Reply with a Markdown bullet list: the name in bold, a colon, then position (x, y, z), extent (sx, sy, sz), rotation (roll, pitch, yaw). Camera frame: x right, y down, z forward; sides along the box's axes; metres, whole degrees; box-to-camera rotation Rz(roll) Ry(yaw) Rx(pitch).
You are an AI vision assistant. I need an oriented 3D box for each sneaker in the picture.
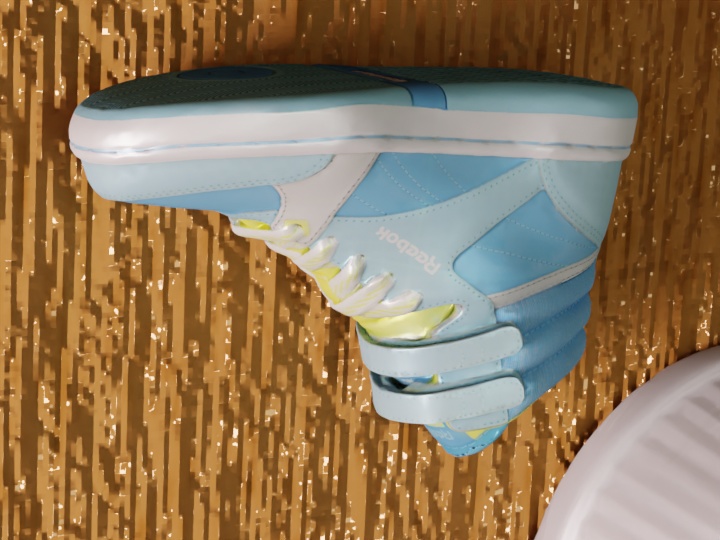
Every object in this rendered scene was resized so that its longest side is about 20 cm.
- **sneaker**: position (0.000, 0.000, 0.749), extent (0.199, 0.079, 0.131), rotation (-2, 103, -25)

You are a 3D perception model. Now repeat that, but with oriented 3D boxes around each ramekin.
- **ramekin**: position (0.169, 0.131, 0.859), extent (0.202, 0.094, 0.203), rotation (-7, 107, -25)
